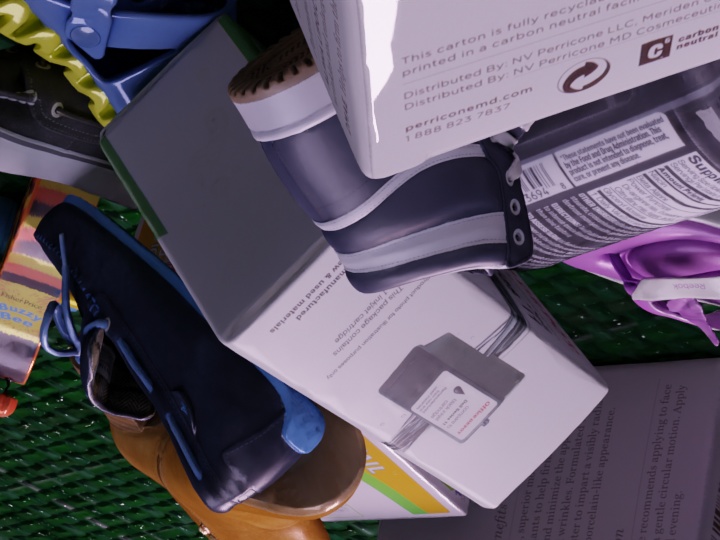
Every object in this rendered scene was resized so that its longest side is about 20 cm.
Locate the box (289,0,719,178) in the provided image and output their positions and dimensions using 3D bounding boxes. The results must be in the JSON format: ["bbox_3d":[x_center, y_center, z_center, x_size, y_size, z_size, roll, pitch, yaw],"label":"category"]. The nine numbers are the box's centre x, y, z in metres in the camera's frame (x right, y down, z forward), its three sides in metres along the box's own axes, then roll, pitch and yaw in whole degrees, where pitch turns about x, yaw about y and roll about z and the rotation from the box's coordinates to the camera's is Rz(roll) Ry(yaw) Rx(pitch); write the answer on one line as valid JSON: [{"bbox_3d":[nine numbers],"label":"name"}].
[{"bbox_3d":[0.067,-0.156,0.630,0.199,0.131,0.200,-18,150,-7],"label":"box"}]

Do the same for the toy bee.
[{"bbox_3d":[-0.176,0.020,1.149,0.131,0.109,0.200,8,150,7],"label":"toy bee"}]

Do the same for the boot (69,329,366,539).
[{"bbox_3d":[-0.042,0.096,0.994,0.201,0.071,0.144,22,156,45],"label":"boot"}]

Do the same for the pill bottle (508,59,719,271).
[{"bbox_3d":[0.122,-0.073,0.855,0.106,0.106,0.200,33,145,-30],"label":"pill bottle"}]

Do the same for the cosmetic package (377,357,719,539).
[{"bbox_3d":[0.134,0.162,1.197,0.200,0.165,0.165,-5,146,33],"label":"cosmetic package"}]

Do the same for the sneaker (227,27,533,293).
[{"bbox_3d":[0.054,-0.070,0.792,0.070,0.200,0.109,8,129,63],"label":"sneaker"}]

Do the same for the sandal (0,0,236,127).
[{"bbox_3d":[-0.085,-0.102,0.931,0.087,0.080,0.200,-16,140,38],"label":"sandal"}]

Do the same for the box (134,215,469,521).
[{"bbox_3d":[-0.025,0.037,1.104,0.101,0.113,0.200,-7,143,36],"label":"box"}]

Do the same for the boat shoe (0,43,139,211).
[{"bbox_3d":[-0.142,-0.076,0.971,0.200,0.057,0.069,18,-163,-49],"label":"boat shoe"}]

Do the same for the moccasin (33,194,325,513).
[{"bbox_3d":[-0.097,0.031,0.922,0.080,0.068,0.200,45,176,-41],"label":"moccasin"}]

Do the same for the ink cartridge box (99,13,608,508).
[{"bbox_3d":[0.000,0.000,0.926,0.083,0.147,0.200,-44,137,9],"label":"ink cartridge box"}]

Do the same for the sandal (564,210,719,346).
[{"bbox_3d":[0.182,0.011,1.028,0.202,0.050,0.082,15,151,0],"label":"sandal"}]
